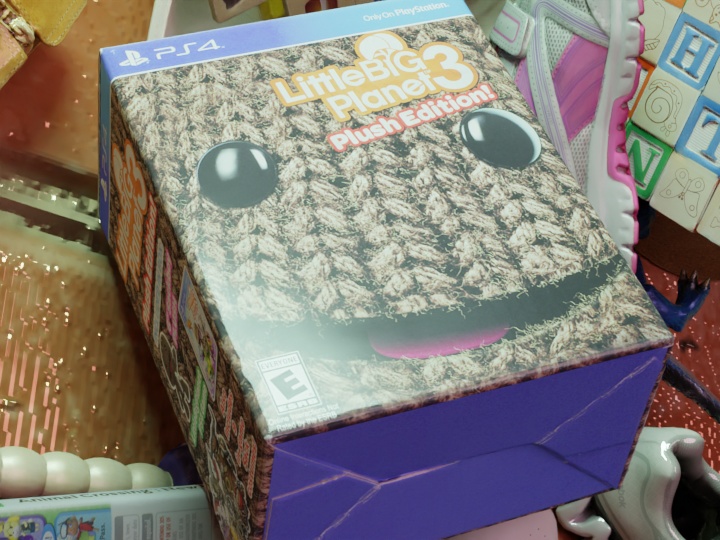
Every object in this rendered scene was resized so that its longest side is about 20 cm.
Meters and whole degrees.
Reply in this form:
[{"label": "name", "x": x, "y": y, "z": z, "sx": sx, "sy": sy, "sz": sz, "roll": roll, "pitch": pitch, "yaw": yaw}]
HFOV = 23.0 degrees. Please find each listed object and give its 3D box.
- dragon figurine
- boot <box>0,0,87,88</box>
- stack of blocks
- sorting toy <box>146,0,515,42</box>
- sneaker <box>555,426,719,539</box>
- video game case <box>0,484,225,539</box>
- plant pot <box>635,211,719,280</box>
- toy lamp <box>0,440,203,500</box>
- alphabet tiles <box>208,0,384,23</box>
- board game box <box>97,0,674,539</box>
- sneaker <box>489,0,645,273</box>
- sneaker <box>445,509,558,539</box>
[{"label": "dragon figurine", "x": 0.117, "y": 0.015, "z": 0.879, "sx": 0.099, "sy": 0.059, "sz": 0.201, "roll": -22, "pitch": 85, "yaw": -37}, {"label": "boot", "x": -0.165, "y": -0.163, "z": 0.729, "sx": 0.144, "sy": 0.071, "sz": 0.202, "roll": 42, "pitch": 58, "yaw": -26}, {"label": "stack of blocks", "x": 0.147, "y": -0.102, "z": 0.857, "sx": 0.058, "sy": 0.116, "sz": 0.200, "roll": -1, "pitch": 31, "yaw": -48}, {"label": "sorting toy", "x": -0.028, "y": -0.127, "z": 0.799, "sx": 0.200, "sy": 0.107, "sz": 0.181, "roll": 30, "pitch": 72, "yaw": -39}, {"label": "sneaker", "x": 0.176, "y": 0.157, "z": 0.866, "sx": 0.200, "sy": 0.081, "sz": 0.075, "roll": 53, "pitch": 51, "yaw": -13}, {"label": "video game case", "x": -0.109, "y": 0.183, "z": 0.648, "sx": 0.181, "sy": 0.022, "sz": 0.201, "roll": 0, "pitch": 92, "yaw": -37}, {"label": "plant pot", "x": 0.237, "y": -0.108, "z": 0.920, "sx": 0.186, "sy": 0.200, "sz": 0.188, "roll": 12, "pitch": 69, "yaw": -34}, {"label": "toy lamp", "x": -0.143, "y": 0.074, "z": 0.670, "sx": 0.199, "sy": 0.058, "sz": 0.059, "roll": 13, "pitch": 68, "yaw": -36}, {"label": "alphabet tiles", "x": 0.011, "y": -0.188, "z": 0.742, "sx": 0.199, "sy": 0.006, "sz": 0.167, "roll": -30, "pitch": 130, "yaw": -22}, {"label": "board game box", "x": 0.000, "y": 0.000, "z": 0.691, "sx": 0.159, "sy": 0.097, "sz": 0.201, "roll": -13, "pitch": 51, "yaw": -19}, {"label": "sneaker", "x": 0.079, "y": -0.080, "z": 0.793, "sx": 0.088, "sy": 0.081, "sz": 0.201, "roll": 0, "pitch": 96, "yaw": 3}, {"label": "sneaker", "x": 0.045, "y": 0.174, "z": 0.679, "sx": 0.067, "sy": 0.108, "sz": 0.202, "roll": 46, "pitch": 67, "yaw": -25}]
